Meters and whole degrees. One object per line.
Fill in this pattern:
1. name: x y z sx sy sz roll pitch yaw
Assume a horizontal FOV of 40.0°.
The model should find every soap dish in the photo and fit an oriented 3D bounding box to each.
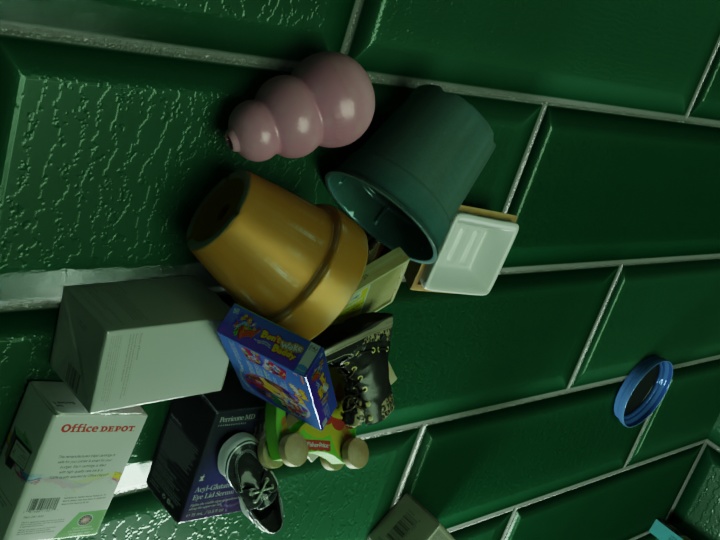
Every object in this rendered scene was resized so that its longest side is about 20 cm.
1. soap dish: 0.166 -0.040 1.675 0.199 0.081 0.158 5 114 -48

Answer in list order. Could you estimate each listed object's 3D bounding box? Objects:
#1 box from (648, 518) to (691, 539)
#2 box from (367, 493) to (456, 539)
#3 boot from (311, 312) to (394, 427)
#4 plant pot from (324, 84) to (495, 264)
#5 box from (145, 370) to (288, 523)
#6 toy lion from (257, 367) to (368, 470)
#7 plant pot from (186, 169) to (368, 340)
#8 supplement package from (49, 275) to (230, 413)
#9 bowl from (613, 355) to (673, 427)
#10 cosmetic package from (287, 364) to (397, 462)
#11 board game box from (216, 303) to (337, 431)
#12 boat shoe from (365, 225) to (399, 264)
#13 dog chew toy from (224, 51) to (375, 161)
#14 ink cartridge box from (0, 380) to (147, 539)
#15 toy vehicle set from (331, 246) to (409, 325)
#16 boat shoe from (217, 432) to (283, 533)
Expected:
1. box: 1.017 0.867 3.126 0.082 0.200 0.049 22 101 -51
2. box: 0.121 0.574 2.061 0.128 0.109 0.200 -46 141 -10
3. boot: -0.014 0.152 1.427 0.199 0.073 0.152 -22 111 -55
4. plant pot: 0.084 -0.149 1.437 0.197 0.199 0.201 -53 142 -15
5. box: -0.214 0.259 1.488 0.147 0.104 0.201 0 118 -45
6. toy lion: -0.060 0.199 1.483 0.199 0.068 0.194 12 70 -44
7. plant pot: -0.122 -0.029 1.306 0.183 0.200 0.201 38 89 -31
8. supplement package: -0.278 0.091 1.283 0.199 0.121 0.121 -5 121 -43
9. bowl: 0.725 0.309 2.542 0.200 0.039 0.202 -26 134 -30
10. cosmetic package: -0.049 0.201 1.615 0.200 0.105 0.071 -44 142 -15
11. board game box: -0.106 0.132 1.310 0.045 0.134 0.200 -58 163 -22
12. boat shoe: -0.003 -0.003 1.533 0.203 0.075 0.075 -54 142 0
13. dog chew toy: -0.081 -0.202 1.275 0.199 0.125 0.125 -26 134 -20
14. ink cartridge box: -0.393 0.252 1.313 0.144 0.084 0.201 9 111 -49
15. toy vehicle set: -0.021 0.051 1.456 0.199 0.027 0.125 -30 158 -28
16. boat shoe: -0.153 0.318 1.454 0.071 0.068 0.201 -33 137 -25
